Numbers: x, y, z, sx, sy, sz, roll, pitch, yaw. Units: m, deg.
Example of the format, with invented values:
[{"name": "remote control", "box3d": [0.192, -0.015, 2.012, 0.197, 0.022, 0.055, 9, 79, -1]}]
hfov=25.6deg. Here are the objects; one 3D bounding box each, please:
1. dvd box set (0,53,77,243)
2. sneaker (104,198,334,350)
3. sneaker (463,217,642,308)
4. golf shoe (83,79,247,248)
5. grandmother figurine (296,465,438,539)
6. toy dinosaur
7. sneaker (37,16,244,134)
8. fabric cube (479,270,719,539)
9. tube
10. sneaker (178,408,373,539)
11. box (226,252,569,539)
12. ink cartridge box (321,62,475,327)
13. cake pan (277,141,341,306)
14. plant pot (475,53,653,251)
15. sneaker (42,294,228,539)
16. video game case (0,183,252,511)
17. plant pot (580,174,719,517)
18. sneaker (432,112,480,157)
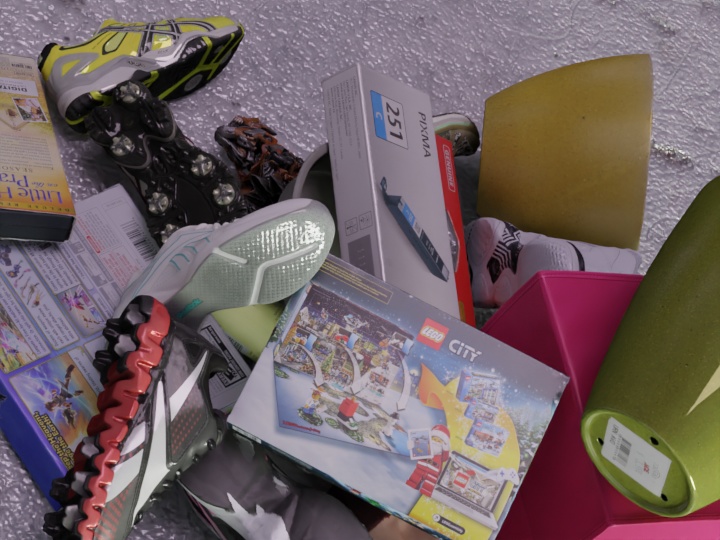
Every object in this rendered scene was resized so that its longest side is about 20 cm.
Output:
[{"name": "dvd box set", "box3d": [-0.300, -0.100, 1.188, 0.145, 0.030, 0.201, 4, 40, -27]}, {"name": "sneaker", "box3d": [-0.103, -0.006, 1.106, 0.070, 0.199, 0.081, 40, 33, -35]}, {"name": "sneaker", "box3d": [0.161, 0.007, 1.324, 0.114, 0.200, 0.076, 11, 93, -23]}, {"name": "golf shoe", "box3d": [-0.134, -0.061, 1.234, 0.077, 0.088, 0.201, -35, 64, 1]}, {"name": "grandmother figurine", "box3d": [0.014, 0.190, 1.181, 0.121, 0.061, 0.201, -27, 71, -27]}, {"name": "toy dinosaur", "box3d": [-0.050, -0.046, 1.293, 0.199, 0.103, 0.135, 30, 28, 20]}, {"name": "sneaker", "box3d": [-0.178, -0.184, 1.324, 0.199, 0.076, 0.077, -27, 71, -42]}, {"name": "fabric cube", "box3d": [0.191, 0.138, 1.224, 0.194, 0.200, 0.201, 2, 59, -29]}, {"name": "tube", "box3d": [-0.036, 0.074, 1.237, 0.199, 0.052, 0.058, 37, 52, -2]}, {"name": "sneaker", "box3d": [-0.057, 0.183, 1.122, 0.080, 0.086, 0.200, -37, 77, -17]}, {"name": "box", "box3d": [0.026, 0.091, 1.091, 0.199, 0.038, 0.137, 27, 76, 4]}, {"name": "ink cartridge box", "box3d": [0.048, -0.043, 1.249, 0.175, 0.044, 0.202, 18, 59, -49]}, {"name": "cake pan", "box3d": [0.000, 0.000, 1.230, 0.200, 0.036, 0.202, 32, 48, -43]}, {"name": "plant pot", "box3d": [0.176, -0.096, 1.405, 0.140, 0.201, 0.202, 5, 52, 3]}, {"name": "sneaker", "box3d": [-0.143, 0.122, 1.043, 0.097, 0.071, 0.202, 25, 67, -21]}, {"name": "video game case", "box3d": [-0.199, 0.051, 1.164, 0.180, 0.046, 0.201, -25, 72, -41]}, {"name": "plant pot", "box3d": [0.243, 0.066, 1.072, 0.187, 0.187, 0.200, 45, 64, 6]}, {"name": "sneaker", "box3d": [0.041, -0.081, 1.380, 0.199, 0.076, 0.090, -16, 87, -49]}]
